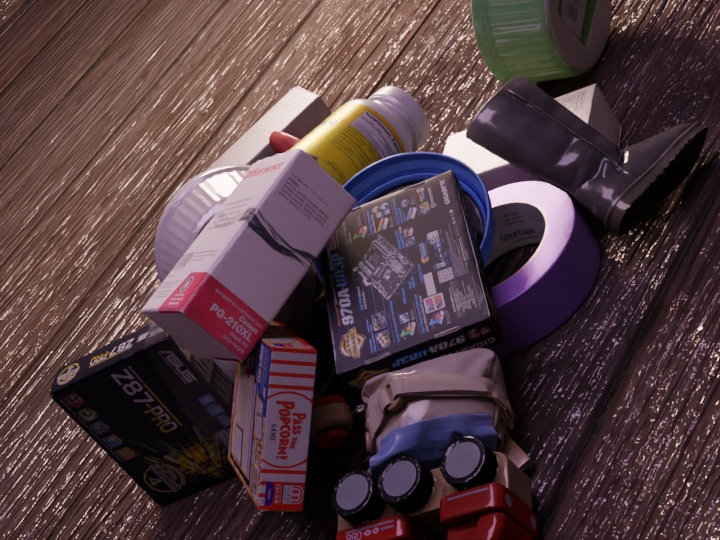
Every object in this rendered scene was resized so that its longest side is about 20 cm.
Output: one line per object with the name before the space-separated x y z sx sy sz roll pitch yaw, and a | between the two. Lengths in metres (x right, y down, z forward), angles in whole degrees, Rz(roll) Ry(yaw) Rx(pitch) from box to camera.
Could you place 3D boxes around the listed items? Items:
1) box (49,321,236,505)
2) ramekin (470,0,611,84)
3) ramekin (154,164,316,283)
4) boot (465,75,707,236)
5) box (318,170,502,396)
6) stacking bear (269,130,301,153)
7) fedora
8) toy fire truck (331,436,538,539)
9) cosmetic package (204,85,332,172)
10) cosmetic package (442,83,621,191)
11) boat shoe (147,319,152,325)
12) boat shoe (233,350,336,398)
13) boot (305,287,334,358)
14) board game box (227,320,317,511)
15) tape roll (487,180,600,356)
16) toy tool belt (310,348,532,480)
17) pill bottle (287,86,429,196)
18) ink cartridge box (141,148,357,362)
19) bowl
box | -0.212 0.156 1.418 0.161 0.200 0.049 -25 31 19
ramekin | 0.230 -0.329 1.611 0.097 0.200 0.200 3 49 38
ramekin | -0.142 -0.021 1.573 0.202 0.203 0.094 -43 28 -8
boot | 0.238 -0.141 1.368 0.200 0.073 0.182 36 57 29
box | 0.043 0.009 1.290 0.158 0.046 0.201 -21 48 12
stacking bear | -0.114 -0.066 1.706 0.200 0.121 0.114 -54 26 -9
fedora | -0.110 0.024 1.458 0.177 0.090 0.201 -42 62 31
toy fire truck | 0.054 0.256 1.109 0.175 0.129 0.201 -20 47 26
cosmetic package | -0.116 -0.147 1.808 0.200 0.107 0.090 -42 32 -10
cosmetic package | 0.192 -0.129 1.500 0.199 0.073 0.104 -15 38 32
boat shoe | -0.203 0.110 1.619 0.073 0.063 0.200 -39 37 -11
boat shoe | -0.124 0.133 1.472 0.199 0.068 0.072 -18 48 12
boot | 0.000 0.000 1.525 0.200 0.072 0.155 -55 12 17
board game box | -0.090 0.135 1.276 0.200 0.046 0.152 -156 71 -75
tape roll | 0.151 -0.003 1.386 0.199 0.066 0.201 -27 32 18
toy tool belt | 0.050 0.158 1.215 0.199 0.125 0.123 -17 64 4
pill bottle | -0.012 -0.127 1.517 0.112 0.113 0.200 5 40 49
ink cartridge box | -0.111 -0.014 1.295 0.200 0.084 0.145 -55 19 -16
bowl | 0.047 -0.034 1.379 0.200 0.039 0.202 -12 54 18
